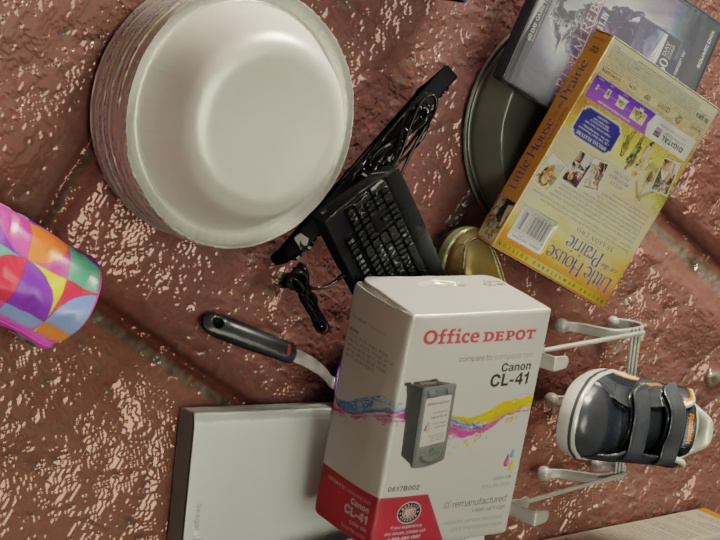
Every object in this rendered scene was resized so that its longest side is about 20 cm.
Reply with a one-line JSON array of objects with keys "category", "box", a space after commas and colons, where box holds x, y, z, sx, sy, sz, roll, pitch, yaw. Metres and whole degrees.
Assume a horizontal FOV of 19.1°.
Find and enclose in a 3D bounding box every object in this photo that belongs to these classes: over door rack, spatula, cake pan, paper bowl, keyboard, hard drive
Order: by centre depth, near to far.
[{"category": "paper bowl", "box": [-0.093, -0.116, 1.605, 0.200, 0.104, 0.201, -8, 104, -33]}, {"category": "keyboard", "box": [0.012, -0.075, 1.684, 0.040, 0.104, 0.200, 41, 76, -5]}, {"category": "keyboard", "box": [0.000, 0.000, 1.686, 0.127, 0.021, 0.200, -35, 149, -4]}, {"category": "spatula", "box": [-0.045, 0.075, 1.725, 0.200, 0.021, 0.057, 27, 54, -31]}, {"category": "hard drive", "box": [-0.060, 0.174, 1.744, 0.200, 0.026, 0.132, 0, 101, -35]}, {"category": "cake pan", "box": [0.177, -0.119, 1.827, 0.200, 0.037, 0.201, -9, 107, -32]}, {"category": "over door rack", "box": [0.177, 0.122, 1.847, 0.200, 0.066, 0.148, -14, 111, -59]}]

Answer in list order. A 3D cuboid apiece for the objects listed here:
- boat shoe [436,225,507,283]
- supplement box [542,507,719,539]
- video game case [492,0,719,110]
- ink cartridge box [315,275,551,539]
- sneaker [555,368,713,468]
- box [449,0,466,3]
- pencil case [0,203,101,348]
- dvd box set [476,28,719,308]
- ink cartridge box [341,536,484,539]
[{"category": "boat shoe", "box": [0.111, 0.062, 1.801, 0.072, 0.076, 0.201, -21, 112, -28]}, {"category": "supplement box", "box": [0.260, 0.299, 1.960, 0.200, 0.073, 0.126, -5, 104, -33]}, {"category": "video game case", "box": [0.212, -0.185, 1.800, 0.200, 0.019, 0.143, 26, 86, -37]}, {"category": "ink cartridge box", "box": [0.057, 0.112, 1.710, 0.147, 0.086, 0.201, -2, 111, -35]}, {"category": "sneaker", "box": [0.237, 0.126, 1.807, 0.200, 0.079, 0.079, 2, 100, -59]}, {"category": "box", "box": [0.034, -0.318, 1.681, 0.200, 0.038, 0.137, 29, 85, -35]}, {"category": "pencil case", "box": [-0.281, -0.012, 1.516, 0.200, 0.088, 0.089, 29, 85, -35]}, {"category": "dvd box set", "box": [0.200, -0.083, 1.793, 0.146, 0.029, 0.200, 27, 94, -36]}, {"category": "ink cartridge box", "box": [0.016, 0.300, 1.811, 0.196, 0.043, 0.201, -10, 110, -31]}]
